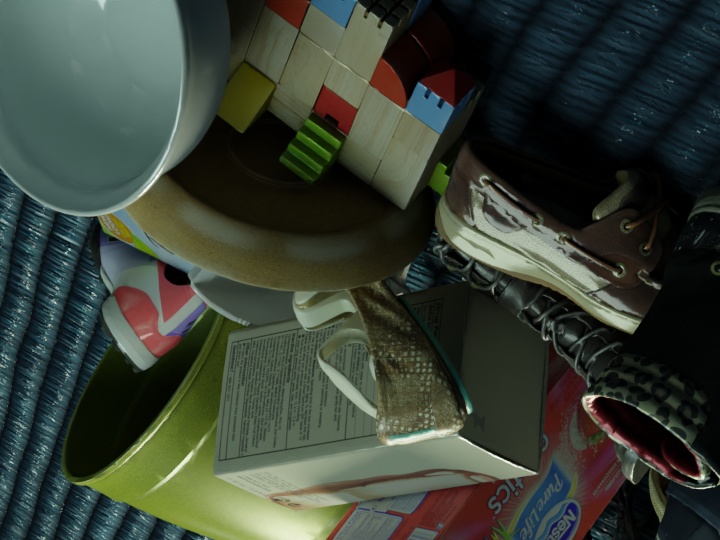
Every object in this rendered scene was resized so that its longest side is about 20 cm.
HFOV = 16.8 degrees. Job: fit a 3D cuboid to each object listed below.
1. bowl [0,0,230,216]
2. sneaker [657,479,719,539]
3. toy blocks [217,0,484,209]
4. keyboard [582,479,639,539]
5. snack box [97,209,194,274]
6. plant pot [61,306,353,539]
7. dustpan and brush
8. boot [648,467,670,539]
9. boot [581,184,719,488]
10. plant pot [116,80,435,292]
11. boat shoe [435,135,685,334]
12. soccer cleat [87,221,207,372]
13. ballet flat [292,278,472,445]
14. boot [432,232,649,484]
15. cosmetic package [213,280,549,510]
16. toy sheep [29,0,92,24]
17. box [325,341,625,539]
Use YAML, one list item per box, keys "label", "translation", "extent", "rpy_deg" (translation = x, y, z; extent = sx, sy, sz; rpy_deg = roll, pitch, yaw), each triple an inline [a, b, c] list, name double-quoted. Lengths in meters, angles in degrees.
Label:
- label: "bowl"
  translation: [-0.137, -0.136, 1.367]
  extent: [0.201, 0.090, 0.202]
  rpy_deg: [13, 110, 41]
- label: "sneaker"
  translation: [0.257, 0.144, 1.344]
  extent: [0.202, 0.146, 0.077]
  rpy_deg: [33, 177, 44]
- label: "toy blocks"
  translation: [-0.003, -0.130, 1.377]
  extent: [0.200, 0.100, 0.137]
  rpy_deg: [37, 144, 8]
- label: "keyboard"
  translation: [0.149, 0.204, 1.621]
  extent: [0.021, 0.201, 0.127]
  rpy_deg: [30, 125, -31]
- label: "snack box"
  translation: [-0.105, -0.059, 1.649]
  extent: [0.200, 0.068, 0.169]
  rpy_deg: [27, 153, 30]
- label: "plant pot"
  translation: [-0.086, 0.120, 1.806]
  extent: [0.193, 0.201, 0.200]
  rpy_deg: [36, 158, -21]
- label: "dustpan and brush"
  translation: [0.000, 0.000, 1.579]
  extent: [0.200, 0.140, 0.057]
  rpy_deg: [25, -161, -52]
- label: "boot"
  translation: [0.267, 0.208, 1.564]
  extent: [0.200, 0.073, 0.156]
  rpy_deg: [38, 158, 29]
- label: "boot"
  translation: [0.230, 0.064, 1.277]
  extent: [0.203, 0.154, 0.074]
  rpy_deg: [33, 154, 9]
- label: "plant pot"
  translation: [-0.049, -0.062, 1.436]
  extent: [0.200, 0.200, 0.028]
  rpy_deg: [31, 129, 19]
- label: "boat shoe"
  translation: [0.142, -0.022, 1.353]
  extent: [0.199, 0.072, 0.072]
  rpy_deg: [23, 131, 8]
- label: "soccer cleat"
  translation: [-0.153, 0.004, 1.782]
  extent: [0.068, 0.073, 0.200]
  rpy_deg: [54, -173, -24]
- label: "ballet flat"
  translation: [-0.003, 0.025, 1.430]
  extent: [0.200, 0.065, 0.071]
  rpy_deg: [59, 171, 43]
- label: "boot"
  translation: [0.114, 0.032, 1.399]
  extent: [0.174, 0.069, 0.200]
  rpy_deg: [36, -164, 0]
- label: "cosmetic package"
  translation: [0.012, 0.081, 1.510]
  extent: [0.199, 0.104, 0.087]
  rpy_deg: [-11, 152, 40]
- label: "toy sheep"
  translation: [-0.196, -0.187, 1.493]
  extent: [0.199, 0.138, 0.138]
  rpy_deg: [10, 146, 16]
- label: "box"
  translation: [0.082, 0.143, 1.562]
  extent: [0.102, 0.200, 0.095]
  rpy_deg: [4, 138, 51]
